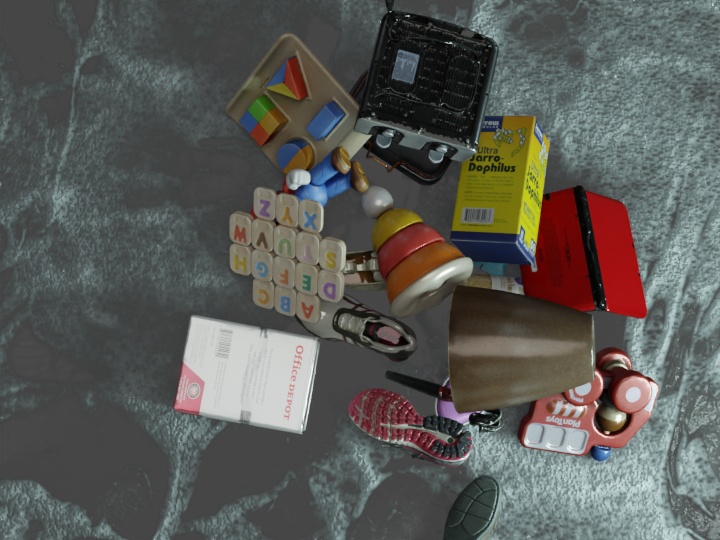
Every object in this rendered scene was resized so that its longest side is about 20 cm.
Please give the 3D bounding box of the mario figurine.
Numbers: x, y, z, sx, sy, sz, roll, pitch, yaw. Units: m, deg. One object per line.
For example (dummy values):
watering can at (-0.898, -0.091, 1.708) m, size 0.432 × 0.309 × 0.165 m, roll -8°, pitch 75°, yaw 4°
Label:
mario figurine at (-0.083, -0.093, 1.635) m, size 0.199 × 0.106 × 0.124 m, roll -33°, pitch 100°, yaw 19°

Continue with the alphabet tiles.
alphabet tiles at (-0.112, -0.021, 1.616) m, size 0.198 × 0.015 × 0.198 m, roll 16°, pitch 118°, yaw 23°

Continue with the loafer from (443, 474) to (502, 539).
loafer at (0.164, 0.412, 1.654) m, size 0.071 × 0.063 × 0.202 m, roll 19°, pitch 76°, yaw 28°

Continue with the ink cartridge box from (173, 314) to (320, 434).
ink cartridge box at (-0.169, 0.157, 1.627) m, size 0.197 × 0.085 × 0.148 m, roll 11°, pitch 82°, yaw -3°

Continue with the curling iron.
curling iron at (0.127, 0.194, 1.653) m, size 0.198 × 0.026 × 0.050 m, roll 24°, pitch 42°, yaw 19°

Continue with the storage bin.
storage bin at (0.067, -0.233, 1.675) m, size 0.199 × 0.134 × 0.146 m, roll 33°, pitch 81°, yaw -1°

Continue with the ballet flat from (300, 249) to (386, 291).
ballet flat at (0.000, 0.000, 1.675) m, size 0.197 × 0.062 × 0.068 m, roll -8°, pitch 83°, yaw -8°

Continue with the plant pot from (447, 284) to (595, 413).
plant pot at (0.239, 0.114, 1.564) m, size 0.197 × 0.187 × 0.190 m, roll -1°, pitch 83°, yaw 14°

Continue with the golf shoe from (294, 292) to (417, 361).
golf shoe at (-0.004, 0.080, 1.654) m, size 0.198 × 0.088 × 0.078 m, roll 17°, pitch 83°, yaw -3°

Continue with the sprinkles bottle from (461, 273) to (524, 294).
sprinkles bottle at (0.247, 0.044, 1.694) m, size 0.197 × 0.068 × 0.069 m, roll 4°, pitch 83°, yaw -6°

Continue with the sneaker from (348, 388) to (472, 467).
sneaker at (0.071, 0.250, 1.651) m, size 0.198 × 0.075 × 0.081 m, roll 24°, pitch 61°, yaw 10°

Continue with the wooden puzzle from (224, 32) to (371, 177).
wooden puzzle at (-0.098, -0.229, 1.646) m, size 0.200 × 0.046 × 0.185 m, roll 45°, pitch 124°, yaw -1°

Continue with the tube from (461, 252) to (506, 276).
tube at (0.231, -0.094, 1.723) m, size 0.077 × 0.050 × 0.202 m, roll 23°, pitch 86°, yaw -2°

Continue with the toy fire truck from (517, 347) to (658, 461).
toy fire truck at (0.355, 0.211, 1.675) m, size 0.197 × 0.112 × 0.170 m, roll 10°, pitch 108°, yaw -12°

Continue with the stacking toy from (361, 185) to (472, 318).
stacking toy at (0.065, -0.043, 1.631) m, size 0.145 × 0.146 × 0.201 m, roll -28°, pitch 74°, yaw -9°

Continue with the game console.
game console at (0.340, -0.016, 1.684) m, size 0.170 × 0.119 × 0.203 m, roll -13°, pitch 67°, yaw 18°

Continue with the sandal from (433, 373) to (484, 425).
sandal at (0.199, 0.168, 1.683) m, size 0.202 × 0.050 × 0.083 m, roll -36°, pitch 88°, yaw -9°

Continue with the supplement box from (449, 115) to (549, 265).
supplement box at (0.215, -0.123, 1.643) m, size 0.108 × 0.109 × 0.203 m, roll 3°, pitch 75°, yaw 24°

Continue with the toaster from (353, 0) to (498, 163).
toaster at (0.092, -0.269, 1.554) m, size 0.178 × 0.119 × 0.203 m, roll 14°, pitch 80°, yaw -6°
